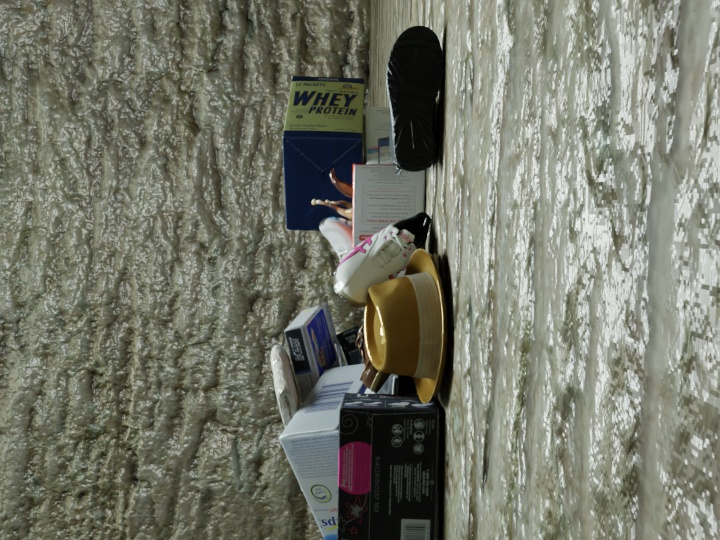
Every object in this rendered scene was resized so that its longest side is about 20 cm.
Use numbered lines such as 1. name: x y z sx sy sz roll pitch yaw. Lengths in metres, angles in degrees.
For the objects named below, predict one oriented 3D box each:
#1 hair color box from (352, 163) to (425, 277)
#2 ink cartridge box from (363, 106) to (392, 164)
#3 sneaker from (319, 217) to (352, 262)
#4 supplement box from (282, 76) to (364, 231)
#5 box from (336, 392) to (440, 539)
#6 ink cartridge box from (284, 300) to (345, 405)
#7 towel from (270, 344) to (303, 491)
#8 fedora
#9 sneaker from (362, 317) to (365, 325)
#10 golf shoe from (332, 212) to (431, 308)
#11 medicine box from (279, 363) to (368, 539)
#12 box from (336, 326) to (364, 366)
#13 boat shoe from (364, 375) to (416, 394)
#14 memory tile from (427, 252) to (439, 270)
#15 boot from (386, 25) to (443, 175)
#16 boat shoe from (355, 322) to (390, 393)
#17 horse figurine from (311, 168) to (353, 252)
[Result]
1. hair color box: 0.041 -0.063 1.400 0.064 0.110 0.201 -102 13 -83
2. ink cartridge box: 0.047 -0.162 1.583 0.146 0.087 0.201 93 179 -58
3. sneaker: 0.000 0.000 1.464 0.087 0.200 0.075 -51 14 -23
4. supplement box: -0.062 -0.208 1.616 0.200 0.133 0.201 -88 0 -49
5. box: 0.036 0.268 1.185 0.115 0.131 0.201 -71 -17 -86
6. ink cartridge box: -0.066 0.166 1.508 0.200 0.047 0.199 -52 -53 -80
7. towel: -0.102 0.231 1.413 0.133 0.034 0.201 -112 10 -62
8. fedora: 0.051 0.069 1.145 0.201 0.081 0.202 180 90 -79
9. sneaker: 0.068 0.131 1.574 0.088 0.074 0.201 -45 -39 -26
10. golf shoe: 0.030 -0.023 1.241 0.092 0.073 0.200 -52 -5 39
11. medicine box: -0.011 0.272 1.360 0.201 0.102 0.182 68 -152 -19
12. box: 0.023 0.204 1.528 0.160 0.043 0.201 -149 37 -80
13. boat shoe: 0.063 0.156 1.359 0.072 0.067 0.200 65 -151 -19
14. memory tile: 0.092 0.052 1.274 0.200 0.017 0.154 -167 77 -87
15. boot: 0.071 -0.225 1.235 0.163 0.073 0.200 -83 -7 -80
16. boat shoe: 0.024 0.106 1.283 0.072 0.067 0.200 -64 -2 25
17. horse figurine: 0.000 -0.078 1.488 0.050 0.132 0.200 -64 -30 -30
